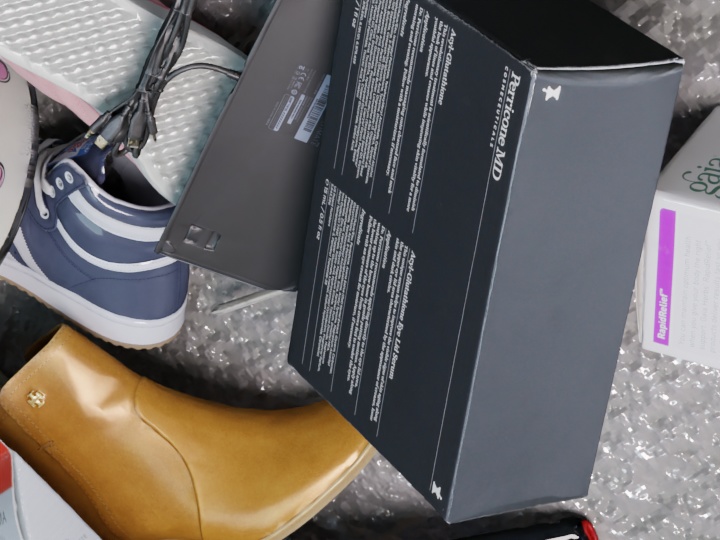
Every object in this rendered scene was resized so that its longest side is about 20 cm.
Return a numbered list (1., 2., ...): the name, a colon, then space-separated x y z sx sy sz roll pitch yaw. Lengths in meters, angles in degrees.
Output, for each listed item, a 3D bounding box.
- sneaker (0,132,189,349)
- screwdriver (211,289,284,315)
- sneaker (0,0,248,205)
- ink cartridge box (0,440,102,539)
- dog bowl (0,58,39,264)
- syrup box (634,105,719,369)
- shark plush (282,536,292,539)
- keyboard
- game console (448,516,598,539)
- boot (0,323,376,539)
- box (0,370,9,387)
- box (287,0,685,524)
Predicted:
1. sneaker: -0.170 -0.046 1.136 0.200 0.070 0.109 25 135 9
2. screwdriver: 0.000 0.000 1.083 0.200 0.028 0.029 -25 76 38
3. sneaker: -0.109 -0.099 1.071 0.200 0.105 0.075 37 95 -27
4. ink cartridge box: -0.185 0.141 1.125 0.200 0.050 0.162 44 151 -8
5. dog bowl: -0.256 -0.055 1.106 0.200 0.074 0.200 -11 68 30
6. syrup box: 0.216 0.004 0.912 0.200 0.079 0.082 16 127 24
7. shark plush: -0.067 0.174 1.223 0.200 0.091 0.083 28 162 8
8. keyboard: -0.042 -0.084 1.009 0.127 0.021 0.200 19 119 -18
9. game console: 0.033 0.214 1.147 0.200 0.031 0.177 -11 112 3
10. boot: -0.097 0.078 1.134 0.201 0.071 0.144 -34 108 22
11. box: -0.174 0.162 1.263 0.200 0.095 0.078 44 132 -1
12. box: 0.046 -0.019 0.948 0.141 0.079 0.200 45 132 50
